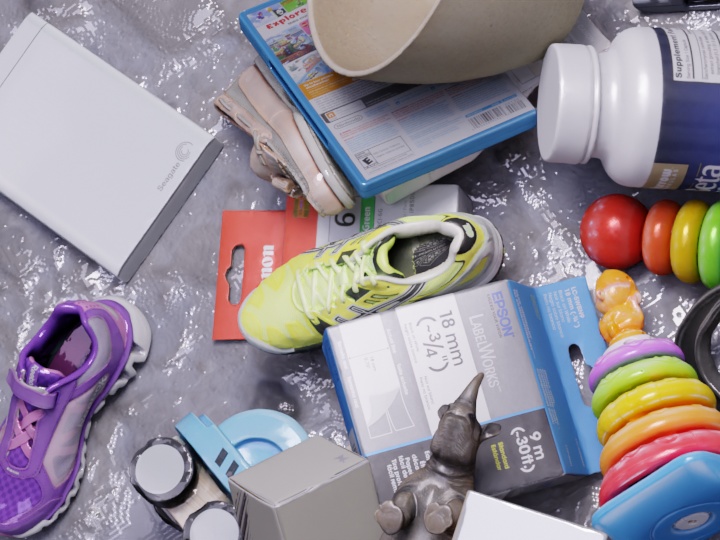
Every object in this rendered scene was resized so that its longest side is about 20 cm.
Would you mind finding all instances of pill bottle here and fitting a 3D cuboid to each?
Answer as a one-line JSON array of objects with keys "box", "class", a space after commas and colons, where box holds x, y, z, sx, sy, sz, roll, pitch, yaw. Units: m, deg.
[{"box": [0.227, -0.111, 1.610, 0.199, 0.111, 0.112, 3, 75, -6], "class": "pill bottle"}]

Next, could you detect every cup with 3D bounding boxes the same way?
[{"box": [0.074, -0.213, 1.621, 0.200, 0.143, 0.202, -30, 53, 49], "class": "cup"}]

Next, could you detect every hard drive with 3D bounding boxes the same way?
[{"box": [-0.222, -0.099, 1.824, 0.200, 0.027, 0.132, 34, 88, 22], "class": "hard drive"}]

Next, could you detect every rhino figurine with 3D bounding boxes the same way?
[{"box": [0.046, 0.161, 1.526, 0.059, 0.087, 0.201, 19, 94, 17], "class": "rhino figurine"}]

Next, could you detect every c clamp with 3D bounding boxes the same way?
[{"box": [0.300, 0.074, 1.569, 0.027, 0.171, 0.200, -25, 56, -38], "class": "c clamp"}]

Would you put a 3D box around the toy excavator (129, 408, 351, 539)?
[{"box": [-0.036, 0.151, 1.670, 0.200, 0.100, 0.195, -41, 69, -6], "class": "toy excavator"}]

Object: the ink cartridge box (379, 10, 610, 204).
[{"box": [0.064, -0.157, 1.733, 0.199, 0.050, 0.161, -27, 53, -11], "class": "ink cartridge box"}]

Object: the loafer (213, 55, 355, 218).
[{"box": [-0.058, -0.090, 1.717, 0.063, 0.072, 0.200, -33, 36, 4], "class": "loafer"}]

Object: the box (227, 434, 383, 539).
[{"box": [-0.022, 0.221, 1.583, 0.082, 0.201, 0.068, -23, 24, -27], "class": "box"}]

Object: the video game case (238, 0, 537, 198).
[{"box": [0.018, -0.146, 1.683, 0.142, 0.018, 0.200, -23, 53, -16], "class": "video game case"}]

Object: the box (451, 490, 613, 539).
[{"box": [0.113, 0.230, 1.536, 0.097, 0.200, 0.125, 16, 80, 17], "class": "box"}]

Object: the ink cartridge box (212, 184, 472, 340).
[{"box": [-0.020, -0.003, 1.722, 0.199, 0.050, 0.110, -1, 75, 16], "class": "ink cartridge box"}]

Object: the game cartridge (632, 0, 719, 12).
[{"box": [0.299, -0.261, 1.704, 0.199, 0.042, 0.134, -1, 71, 17], "class": "game cartridge"}]

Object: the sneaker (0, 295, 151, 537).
[{"box": [-0.237, 0.103, 1.741, 0.080, 0.088, 0.201, 26, 85, 20], "class": "sneaker"}]

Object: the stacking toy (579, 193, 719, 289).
[{"box": [0.249, -0.021, 1.633, 0.199, 0.085, 0.086, 9, 78, 23], "class": "stacking toy"}]

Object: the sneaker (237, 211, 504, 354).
[{"box": [0.000, 0.000, 1.648, 0.199, 0.076, 0.076, -22, 72, 12], "class": "sneaker"}]

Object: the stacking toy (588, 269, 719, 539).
[{"box": [0.197, 0.086, 1.603, 0.110, 0.116, 0.201, -37, 55, 33], "class": "stacking toy"}]

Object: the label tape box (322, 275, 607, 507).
[{"box": [0.087, 0.086, 1.618, 0.199, 0.063, 0.145, -15, 78, -7], "class": "label tape box"}]
